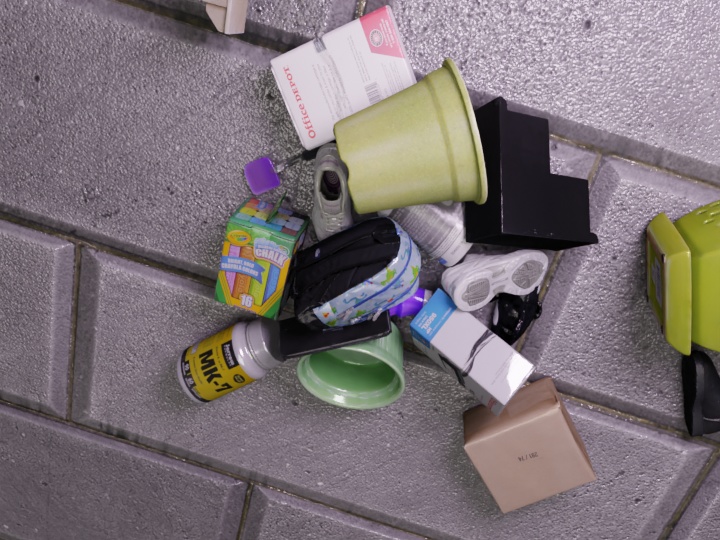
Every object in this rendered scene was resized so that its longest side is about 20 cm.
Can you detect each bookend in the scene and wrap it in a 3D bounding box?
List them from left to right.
[{"bbox_3d":[0.266,-0.143,0.934,0.194,0.092,0.206,3,83,-26],"label":"bookend"}]

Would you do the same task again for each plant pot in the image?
[{"bbox_3d":[0.062,-0.169,0.839,0.180,0.201,0.205,-15,111,4],"label":"plant pot"},{"bbox_3d":[0.551,0.011,0.922,0.177,0.200,0.205,-5,113,17],"label":"plant pot"}]

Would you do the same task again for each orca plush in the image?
[{"bbox_3d":[0.260,0.091,1.061,0.104,0.071,0.201,35,113,-7],"label":"orca plush"}]

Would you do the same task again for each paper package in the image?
[{"bbox_3d":[0.318,0.336,1.139,0.197,0.104,0.193,-27,106,17],"label":"paper package"}]

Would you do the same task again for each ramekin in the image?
[{"bbox_3d":[-0.012,0.158,1.082,0.195,0.099,0.203,6,139,5],"label":"ramekin"}]

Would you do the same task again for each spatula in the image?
[{"bbox_3d":[-0.112,-0.189,1.024,0.196,0.021,0.057,-21,108,12],"label":"spatula"}]

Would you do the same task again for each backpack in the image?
[{"bbox_3d":[0.000,0.000,0.957,0.153,0.165,0.199,34,121,-31],"label":"backpack"}]

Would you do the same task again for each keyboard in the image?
[{"bbox_3d":[-0.046,0.079,1.012,0.195,0.129,0.021,-13,142,8],"label":"keyboard"}]

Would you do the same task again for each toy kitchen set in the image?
[{"bbox_3d":[-0.244,-0.442,0.840,0.176,0.201,0.167,13,114,2],"label":"toy kitchen set"}]

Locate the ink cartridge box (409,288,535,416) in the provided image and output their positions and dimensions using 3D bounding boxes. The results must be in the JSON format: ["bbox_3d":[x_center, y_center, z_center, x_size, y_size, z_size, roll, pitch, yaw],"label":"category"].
[{"bbox_3d":[0.184,0.141,1.007,0.199,0.145,0.084,39,80,20],"label":"ink cartridge box"}]

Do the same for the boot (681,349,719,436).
[{"bbox_3d":[0.664,0.215,1.054,0.158,0.074,0.202,-10,118,15],"label":"boot"}]

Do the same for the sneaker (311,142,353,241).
[{"bbox_3d":[-0.053,-0.104,1.005,0.073,0.100,0.204,-2,121,3],"label":"sneaker"}]

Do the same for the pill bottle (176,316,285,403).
[{"bbox_3d":[-0.244,0.168,1.146,0.197,0.115,0.116,-26,107,17],"label":"pill bottle"}]

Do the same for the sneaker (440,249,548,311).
[{"bbox_3d":[0.221,-0.003,0.995,0.195,0.099,0.080,-12,119,-21],"label":"sneaker"}]

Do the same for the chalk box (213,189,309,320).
[{"bbox_3d":[-0.168,-0.043,1.040,0.121,0.125,0.204,16,113,1],"label":"chalk box"}]

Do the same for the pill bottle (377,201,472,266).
[{"bbox_3d":[0.097,-0.108,0.978,0.198,0.114,0.115,35,113,-7],"label":"pill bottle"}]

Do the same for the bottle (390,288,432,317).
[{"bbox_3d":[0.031,0.042,1.078,0.195,0.066,0.085,10,115,4],"label":"bottle"}]

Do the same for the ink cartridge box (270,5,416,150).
[{"bbox_3d":[-0.020,-0.298,0.931,0.196,0.085,0.147,-19,109,14],"label":"ink cartridge box"}]
